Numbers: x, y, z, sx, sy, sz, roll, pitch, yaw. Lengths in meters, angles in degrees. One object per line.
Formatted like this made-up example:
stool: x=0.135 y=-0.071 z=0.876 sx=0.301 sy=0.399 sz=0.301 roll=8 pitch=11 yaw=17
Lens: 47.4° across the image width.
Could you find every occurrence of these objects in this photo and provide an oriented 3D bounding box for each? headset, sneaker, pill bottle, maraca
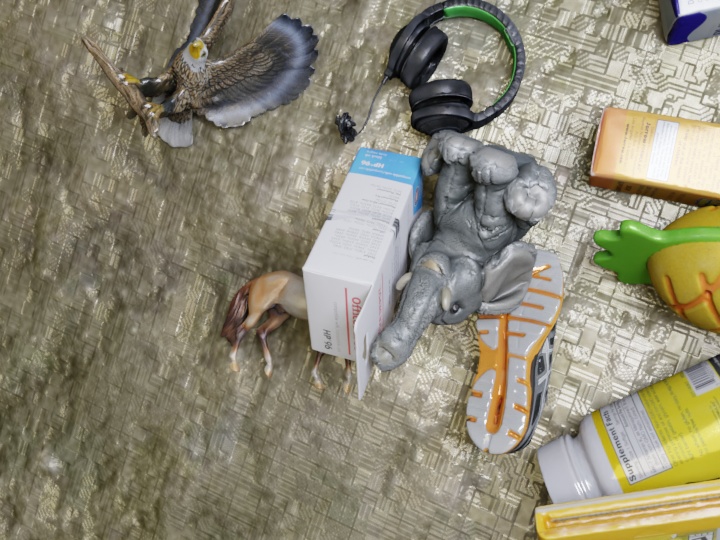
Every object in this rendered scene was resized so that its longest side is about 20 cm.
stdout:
headset: x=0.066 y=-0.183 z=0.814 sx=0.197 sy=0.094 sz=0.126 roll=-25 pitch=81 yaw=-1
sneaker: x=0.152 y=0.078 z=0.787 sx=0.077 sy=0.077 sz=0.204 roll=11 pitch=76 yaw=33
pill bottle: x=0.266 y=0.164 z=0.732 sx=0.197 sy=0.114 sz=0.116 roll=-28 pitch=84 yaw=15
maraca: x=0.302 y=-0.004 z=0.713 sx=0.196 sy=0.138 sz=0.109 roll=11 pitch=66 yaw=21

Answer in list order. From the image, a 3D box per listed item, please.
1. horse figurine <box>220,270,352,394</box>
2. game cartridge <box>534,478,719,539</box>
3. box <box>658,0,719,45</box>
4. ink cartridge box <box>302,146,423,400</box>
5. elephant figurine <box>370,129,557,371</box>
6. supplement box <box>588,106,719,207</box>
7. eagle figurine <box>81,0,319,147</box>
horse figurine: x=-0.064 y=0.049 z=0.852 sx=0.196 sy=0.050 sz=0.136 roll=7 pitch=81 yaw=22
game cartridge: x=0.247 y=0.247 z=0.706 sx=0.172 sy=0.202 sz=0.033 roll=-12 pitch=46 yaw=11
box: x=0.352 y=-0.315 z=0.699 sx=0.195 sy=0.105 sz=0.189 roll=-8 pitch=90 yaw=15
ink cartridge box: x=0.000 y=0.000 z=0.748 sx=0.066 sy=0.117 sz=0.202 roll=12 pitch=51 yaw=13
elephant figurine: x=0.091 y=-0.014 z=0.745 sx=0.152 sy=0.142 sz=0.204 roll=13 pitch=104 yaw=-18
supplement box: x=0.309 y=-0.094 z=0.736 sx=0.196 sy=0.066 sz=0.070 roll=11 pitch=90 yaw=16
eagle figurine: x=-0.157 y=-0.220 z=0.852 sx=0.199 sy=0.150 sz=0.153 roll=-37 pitch=126 yaw=-15
